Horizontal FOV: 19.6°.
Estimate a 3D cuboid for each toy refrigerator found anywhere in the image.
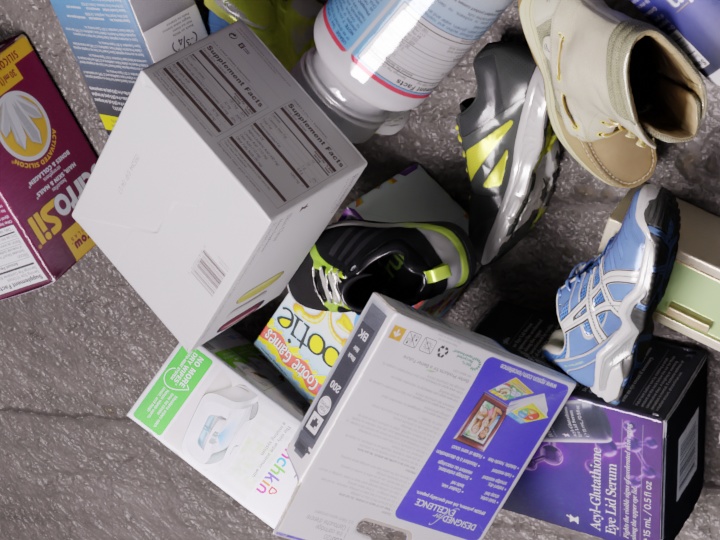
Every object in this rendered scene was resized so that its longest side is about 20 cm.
[{"bbox_3d":[0.285,0.014,1.630,0.199,0.070,0.076,26,131,15],"label":"toy refrigerator"}]

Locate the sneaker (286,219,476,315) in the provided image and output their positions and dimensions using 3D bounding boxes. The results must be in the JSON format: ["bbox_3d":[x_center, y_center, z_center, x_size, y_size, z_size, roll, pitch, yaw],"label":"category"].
[{"bbox_3d":[0.000,0.000,1.644,0.200,0.083,0.072,-12,103,44],"label":"sneaker"}]

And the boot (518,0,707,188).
[{"bbox_3d":[0.199,-0.119,1.529,0.155,0.072,0.200,42,164,53],"label":"boot"}]

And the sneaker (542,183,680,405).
[{"bbox_3d":[0.192,0.016,1.597,0.077,0.076,0.201,24,128,15],"label":"sneaker"}]

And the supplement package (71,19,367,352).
[{"bbox_3d":[-0.114,-0.063,1.628,0.156,0.111,0.200,49,142,10],"label":"supplement package"}]

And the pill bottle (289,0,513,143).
[{"bbox_3d":[0.035,-0.194,1.588,0.109,0.109,0.200,43,119,-1],"label":"pill bottle"}]

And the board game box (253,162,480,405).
[{"bbox_3d":[0.010,0.022,1.782,0.103,0.105,0.200,46,134,11],"label":"board game box"}]

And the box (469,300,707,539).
[{"bbox_3d":[0.183,0.131,1.755,0.199,0.104,0.148,13,127,25],"label":"box"}]

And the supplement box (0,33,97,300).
[{"bbox_3d":[-0.327,-0.093,1.911,0.103,0.131,0.200,-15,113,39],"label":"supplement box"}]

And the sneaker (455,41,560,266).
[{"bbox_3d":[0.114,-0.098,1.671,0.084,0.074,0.201,29,124,20],"label":"sneaker"}]

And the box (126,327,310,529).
[{"bbox_3d":[-0.093,0.138,1.871,0.176,0.200,0.097,37,95,5],"label":"box"}]

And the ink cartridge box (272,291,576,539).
[{"bbox_3d":[0.044,0.136,1.630,0.200,0.198,0.043,-61,36,9],"label":"ink cartridge box"}]

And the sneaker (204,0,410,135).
[{"bbox_3d":[-0.049,-0.172,1.729,0.200,0.076,0.105,41,152,1],"label":"sneaker"}]

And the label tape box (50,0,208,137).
[{"bbox_3d":[-0.182,-0.174,1.775,0.144,0.063,0.201,14,131,53],"label":"label tape box"}]

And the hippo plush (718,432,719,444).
[{"bbox_3d":[0.380,0.174,1.661,0.200,0.159,0.161,-160,55,-78],"label":"hippo plush"}]

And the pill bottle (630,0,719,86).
[{"bbox_3d":[0.258,-0.203,1.463,0.200,0.116,0.116,45,134,-3],"label":"pill bottle"}]
